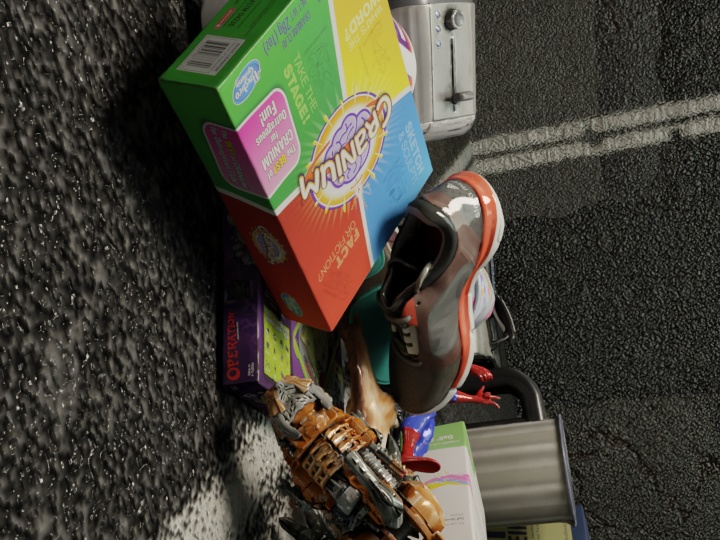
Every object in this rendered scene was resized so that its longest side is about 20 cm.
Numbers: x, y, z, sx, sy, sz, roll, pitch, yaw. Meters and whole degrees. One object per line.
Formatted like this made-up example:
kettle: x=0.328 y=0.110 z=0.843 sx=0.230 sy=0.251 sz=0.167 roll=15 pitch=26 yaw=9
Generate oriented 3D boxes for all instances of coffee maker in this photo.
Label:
coffee maker: x=0.132 y=0.067 z=1.246 sx=0.192 sy=0.133 sz=0.202 roll=107 pitch=-16 yaw=-63

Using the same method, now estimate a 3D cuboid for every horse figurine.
horse figurine: x=0.001 y=0.152 z=0.647 sx=0.133 sy=0.049 sz=0.201 roll=79 pitch=18 yaw=-54

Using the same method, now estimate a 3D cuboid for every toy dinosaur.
toy dinosaur: x=0.007 y=0.152 z=0.522 sx=0.136 sy=0.101 sz=0.201 roll=137 pitch=-67 yaw=-71

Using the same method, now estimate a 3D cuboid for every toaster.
toaster: x=0.021 y=-0.182 z=0.813 sx=0.113 sy=0.199 sz=0.130 roll=-17 pitch=103 yaw=-43

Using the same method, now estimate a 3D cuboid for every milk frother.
milk frother: x=0.121 y=0.194 z=0.916 sx=0.200 sy=0.186 sz=0.182 roll=14 pitch=67 yaw=-76

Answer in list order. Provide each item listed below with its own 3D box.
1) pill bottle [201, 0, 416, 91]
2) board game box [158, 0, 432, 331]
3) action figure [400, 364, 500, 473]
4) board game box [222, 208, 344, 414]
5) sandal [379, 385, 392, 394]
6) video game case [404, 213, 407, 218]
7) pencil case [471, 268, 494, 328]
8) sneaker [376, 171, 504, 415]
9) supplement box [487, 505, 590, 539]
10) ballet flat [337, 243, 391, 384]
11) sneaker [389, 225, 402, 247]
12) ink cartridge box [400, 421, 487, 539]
pill bottle: x=-0.034 y=-0.163 z=0.639 sx=0.200 sy=0.110 sz=0.112 roll=-2 pitch=83 yaw=-72
board game box: x=-0.024 y=-0.083 z=0.526 sx=0.154 sy=0.040 sz=0.201 roll=-58 pitch=147 yaw=-28
action figure: x=0.081 y=0.121 z=0.755 sx=0.200 sy=0.098 sz=0.066 roll=-82 pitch=177 yaw=-60
board game box: x=-0.050 y=0.049 z=0.626 sx=0.200 sy=0.032 sz=0.121 roll=56 pitch=32 yaw=-63
sandal: x=0.032 y=0.082 z=0.907 sx=0.201 sy=0.075 sz=0.048 roll=-56 pitch=164 yaw=-60
video game case: x=0.047 y=-0.070 z=0.950 sx=0.143 sy=0.019 sz=0.200 roll=40 pitch=4 yaw=13
pencil case: x=0.078 y=0.022 z=0.821 sx=0.200 sy=0.090 sz=0.084 roll=15 pitch=55 yaw=-80
sneaker: x=0.037 y=0.024 z=0.629 sx=0.081 sy=0.077 sz=0.201 roll=-17 pitch=128 yaw=-39
supplement box: x=0.189 y=0.406 z=1.040 sx=0.135 sy=0.198 sz=0.201 roll=-85 pitch=160 yaw=-50
ballet flat: x=0.000 y=0.000 z=0.697 sx=0.062 sy=0.067 sz=0.201 roll=-133 pitch=-155 yaw=-55
sneaker: x=0.015 y=0.010 z=0.880 sx=0.200 sy=0.075 sz=0.117 roll=12 pitch=81 yaw=-72
ink cartridge box: x=0.075 y=0.243 z=0.761 sx=0.200 sy=0.067 sz=0.118 roll=-83 pitch=161 yaw=-63
